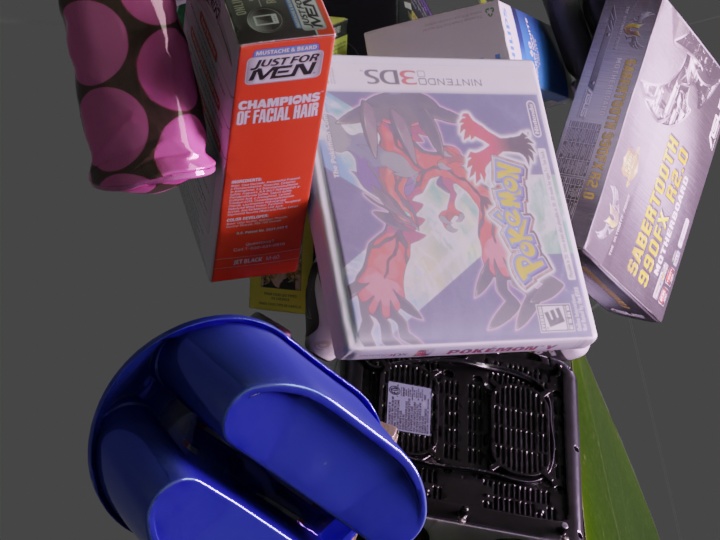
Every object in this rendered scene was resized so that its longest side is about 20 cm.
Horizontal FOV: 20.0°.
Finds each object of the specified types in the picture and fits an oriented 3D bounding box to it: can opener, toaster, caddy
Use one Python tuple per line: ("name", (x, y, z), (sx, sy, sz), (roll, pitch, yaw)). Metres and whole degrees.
("can opener", (0.167, -0.175, 1.541), (0.067, 0.053, 0.201), (47, -13, 50))
("toaster", (0.058, 0.135, 1.447), (0.119, 0.179, 0.201), (110, -12, -45))
("caddy", (-0.059, 0.113, 1.148), (0.200, 0.142, 0.105), (40, 0, -36))

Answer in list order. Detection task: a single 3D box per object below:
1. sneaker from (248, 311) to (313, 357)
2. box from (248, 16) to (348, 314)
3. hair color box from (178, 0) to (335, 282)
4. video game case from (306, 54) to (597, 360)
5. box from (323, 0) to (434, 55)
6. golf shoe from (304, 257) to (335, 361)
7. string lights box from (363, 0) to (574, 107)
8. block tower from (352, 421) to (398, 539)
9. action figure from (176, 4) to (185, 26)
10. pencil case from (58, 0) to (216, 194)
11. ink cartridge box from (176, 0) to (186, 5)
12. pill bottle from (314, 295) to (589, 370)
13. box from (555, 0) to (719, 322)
("sneaker", (-0.086, 0.078, 1.288), (0.082, 0.070, 0.200), (53, 19, 6))
("box", (-0.043, -0.076, 1.434), (0.075, 0.050, 0.202), (-44, 137, -70))
("hair color box", (-0.069, -0.102, 1.252), (0.201, 0.063, 0.111), (100, -24, -48))
("video game case", (0.050, -0.043, 1.299), (0.023, 0.181, 0.201), (-42, -125, 57))
("box", (-0.007, -0.133, 1.570), (0.106, 0.121, 0.201), (56, 26, -48))
("golf shoe", (0.000, 0.000, 1.425), (0.095, 0.077, 0.200), (-66, 171, 20))
("string lights box", (0.084, -0.146, 1.487), (0.200, 0.102, 0.059), (0, 80, -72))
("block tower", (-0.035, 0.168, 1.270), (0.054, 0.057, 0.201), (101, 11, -45))
("action figure", (-0.099, -0.170, 1.417), (0.118, 0.054, 0.201), (70, 17, -49))
("pencil case", (-0.141, -0.144, 1.215), (0.094, 0.090, 0.202), (168, -89, -72))
("ink cartridge box", (-0.097, -0.265, 1.283), (0.200, 0.172, 0.044), (61, 23, -44))
("pill bottle", (0.067, 0.030, 1.559), (0.114, 0.199, 0.115), (-13, 90, -74))
("box", (0.203, -0.083, 1.509), (0.158, 0.048, 0.201), (38, 68, -55))
